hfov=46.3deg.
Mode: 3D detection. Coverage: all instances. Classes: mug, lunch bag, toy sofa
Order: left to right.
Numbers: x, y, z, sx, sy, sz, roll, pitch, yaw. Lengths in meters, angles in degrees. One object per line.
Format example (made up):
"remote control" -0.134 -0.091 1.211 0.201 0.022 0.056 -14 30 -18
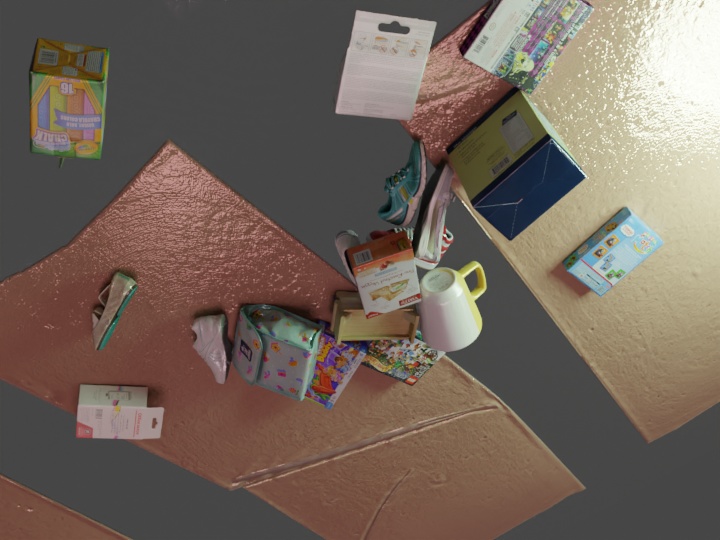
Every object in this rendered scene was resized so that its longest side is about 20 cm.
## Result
"lunch bag" -0.199 0.182 1.922 0.196 0.123 0.173 18 127 5
"toy sofa" 0.031 0.109 1.941 0.195 0.098 0.084 0 125 -15
"mug" 0.199 0.065 1.941 0.146 0.189 0.155 0 134 23

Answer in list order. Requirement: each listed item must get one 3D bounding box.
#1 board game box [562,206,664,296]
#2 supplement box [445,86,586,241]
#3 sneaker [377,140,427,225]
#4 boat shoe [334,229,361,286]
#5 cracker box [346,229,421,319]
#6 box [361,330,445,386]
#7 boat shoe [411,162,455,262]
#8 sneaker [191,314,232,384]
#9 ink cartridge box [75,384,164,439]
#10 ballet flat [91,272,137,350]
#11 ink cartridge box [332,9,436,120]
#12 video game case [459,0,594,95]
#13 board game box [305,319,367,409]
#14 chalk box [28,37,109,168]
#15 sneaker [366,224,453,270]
"board game box" 0.602 -0.042 2.006 0.150 0.037 0.200 31 117 -34
"supplement box" 0.303 -0.214 1.672 0.199 0.202 0.133 -40 128 20
"sneaker" 0.090 -0.176 1.738 0.078 0.078 0.203 10 127 -11
"boat shoe" 0.000 0.000 1.866 0.073 0.066 0.201 -29 130 11
"cracker box" 0.054 0.012 1.803 0.131 0.059 0.202 -18 145 -1
"box" 0.094 0.201 2.079 0.197 0.038 0.137 26 119 -31
"boat shoe" 0.161 -0.121 1.763 0.063 0.074 0.207 13 95 -14
"sneaker" -0.340 0.178 1.938 0.078 0.071 0.204 2 128 4
"ink cartridge box" -0.571 0.338 2.004 0.195 0.068 0.118 6 129 -17
"ballet flat" -0.542 0.084 1.813 0.062 0.068 0.201 34 115 -4
"ink cartridge box" 0.041 -0.384 1.568 0.157 0.051 0.203 3 125 -16
"video game case" 0.311 -0.453 1.582 0.178 0.036 0.201 19 123 -27
"board game box" -0.086 0.229 2.028 0.132 0.045 0.202 25 121 -11
"chalk box" -0.506 -0.275 1.463 0.121 0.126 0.203 3 130 -16
"sneaker" 0.113 -0.074 1.829 0.197 0.072 0.113 14 129 -34
